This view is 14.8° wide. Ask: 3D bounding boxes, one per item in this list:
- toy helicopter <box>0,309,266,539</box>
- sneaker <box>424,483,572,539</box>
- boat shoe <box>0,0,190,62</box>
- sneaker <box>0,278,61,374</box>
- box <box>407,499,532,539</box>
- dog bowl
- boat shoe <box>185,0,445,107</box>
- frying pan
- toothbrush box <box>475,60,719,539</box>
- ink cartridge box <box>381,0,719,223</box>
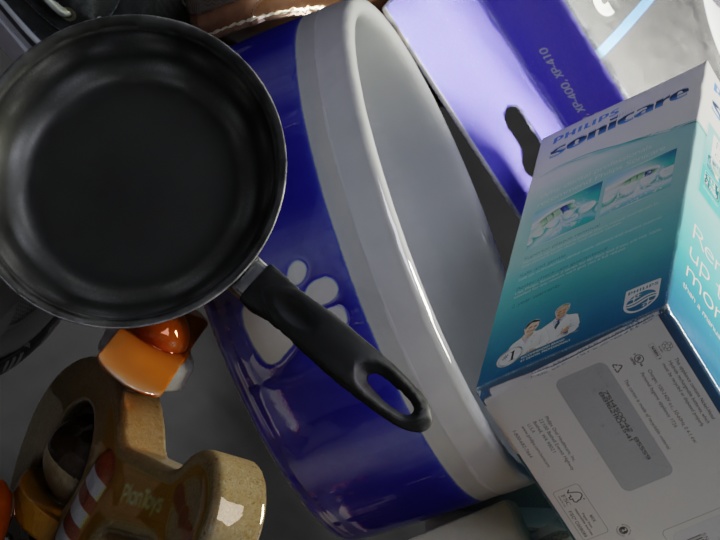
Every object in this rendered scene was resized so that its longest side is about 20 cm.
[{"bbox_3d":[-0.077,0.070,0.976,0.079,0.200,0.133,23,83,-24],"label":"toy helicopter"},{"bbox_3d":[0.094,0.090,1.183,0.200,0.075,0.082,-4,63,-47],"label":"sneaker"},{"bbox_3d":[-0.121,-0.127,1.119,0.200,0.071,0.072,38,53,-17],"label":"boat shoe"},{"bbox_3d":[-0.155,0.003,1.009,0.200,0.115,0.075,-27,87,-40],"label":"sneaker"},{"bbox_3d":[0.060,0.196,1.029,0.095,0.078,0.200,66,3,-46],"label":"box"},{"bbox_3d":[0.000,0.000,1.075,0.200,0.079,0.201,-20,90,-78],"label":"dog bowl"},{"bbox_3d":[0.004,-0.099,1.175,0.200,0.076,0.072,-5,83,-52],"label":"boat shoe"},{"bbox_3d":[-0.047,-0.022,0.971,0.190,0.031,0.115,18,77,8],"label":"frying pan"},{"bbox_3d":[0.128,0.034,1.084,0.147,0.085,0.200,57,24,-20],"label":"toothbrush box"},{"bbox_3d":[0.125,-0.095,1.203,0.200,0.043,0.198,-49,114,-32],"label":"ink cartridge box"}]
